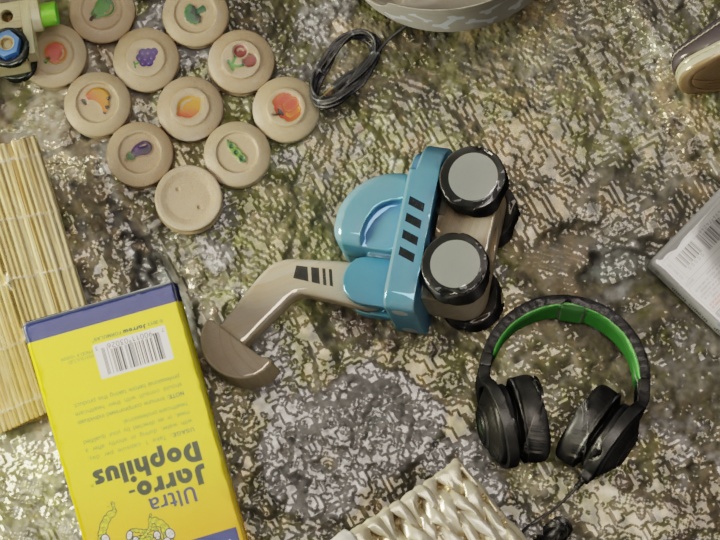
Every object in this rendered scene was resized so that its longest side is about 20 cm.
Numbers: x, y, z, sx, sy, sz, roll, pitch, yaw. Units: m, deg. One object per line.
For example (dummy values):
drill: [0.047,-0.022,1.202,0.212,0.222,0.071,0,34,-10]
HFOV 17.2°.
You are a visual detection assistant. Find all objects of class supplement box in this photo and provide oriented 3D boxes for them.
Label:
supplement box: [-0.152,0.118,1.646,0.109,0.109,0.201,-16,89,-4]

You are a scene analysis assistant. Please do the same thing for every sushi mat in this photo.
sushi mat: [-0.248,0.011,1.697,0.095,0.012,0.201,-17,98,-6]

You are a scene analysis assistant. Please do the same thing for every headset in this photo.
headset: [0.141,0.107,1.680,0.123,0.094,0.200,8,67,0]

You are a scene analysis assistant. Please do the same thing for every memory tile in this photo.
memory tile: [-0.141,-0.138,1.760,0.153,0.017,0.200,-42,83,-9]

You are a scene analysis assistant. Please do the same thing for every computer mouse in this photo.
computer mouse: [0.045,-0.180,1.766,0.200,0.034,0.059,-34,66,-5]

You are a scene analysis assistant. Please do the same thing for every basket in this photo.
basket: [0.071,0.239,1.631,0.123,0.136,0.200,-38,82,-11]

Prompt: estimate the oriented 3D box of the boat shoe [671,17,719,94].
boat shoe: [0.310,-0.198,1.763,0.200,0.072,0.065,-30,69,-4]

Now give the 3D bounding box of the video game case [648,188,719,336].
video game case: [0.343,-0.011,1.746,0.182,0.024,0.200,44,80,6]

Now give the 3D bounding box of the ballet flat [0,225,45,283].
ballet flat: [-0.294,-0.052,1.729,0.200,0.057,0.067,33,69,-1]

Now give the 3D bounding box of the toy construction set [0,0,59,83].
toy construction set: [-0.295,-0.200,1.729,0.199,0.092,0.131,-13,76,14]

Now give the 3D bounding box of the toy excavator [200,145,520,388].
toy excavator: [0.000,0.000,1.707,0.199,0.100,0.195,9,76,13]

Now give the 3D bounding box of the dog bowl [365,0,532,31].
dog bowl: [0.066,-0.264,1.748,0.199,0.059,0.201,-4,66,9]
